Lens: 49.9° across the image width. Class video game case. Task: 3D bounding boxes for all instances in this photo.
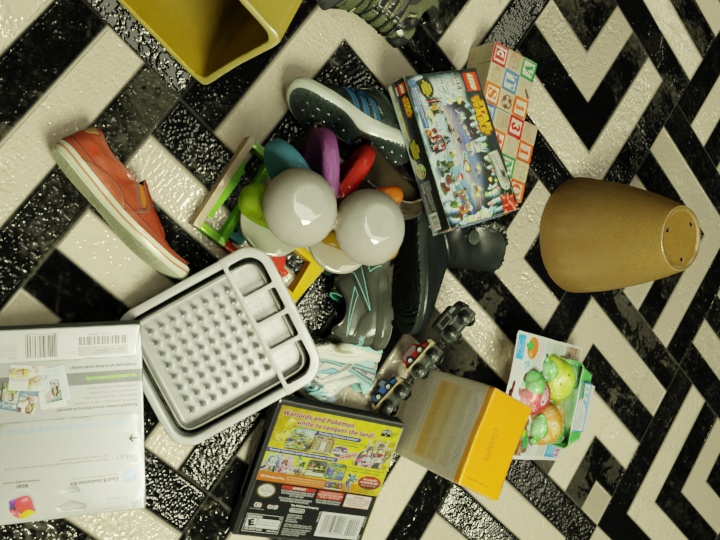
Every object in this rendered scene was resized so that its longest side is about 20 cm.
[{"bbox_3d":[-0.054,0.264,1.008,0.197,0.025,0.184,17,97,-31],"label":"video game case"}]

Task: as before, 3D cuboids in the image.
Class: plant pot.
[{"bbox_3d":[-0.147,-0.362,0.836,0.194,0.194,0.202,43,65,-26],"label":"plant pot"},{"bbox_3d":[0.411,-0.054,1.195,0.183,0.199,0.191,-2,93,-31],"label":"plant pot"}]

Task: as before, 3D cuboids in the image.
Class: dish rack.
[{"bbox_3d":[-0.162,0.086,0.895,0.197,0.044,0.174,-28,97,-3],"label":"dish rack"}]

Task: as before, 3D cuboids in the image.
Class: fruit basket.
[{"bbox_3d":[0.279,0.197,1.176,0.198,0.092,0.190,18,84,-51],"label":"fruit basket"}]

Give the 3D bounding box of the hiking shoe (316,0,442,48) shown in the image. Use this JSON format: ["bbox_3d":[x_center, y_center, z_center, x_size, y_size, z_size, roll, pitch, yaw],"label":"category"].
[{"bbox_3d":[0.034,-0.344,1.010,0.197,0.075,0.103,-18,99,-30],"label":"hiking shoe"}]

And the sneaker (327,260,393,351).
[{"bbox_3d":[0.000,0.000,0.997,0.077,0.076,0.205,5,66,-12],"label":"sneaker"}]

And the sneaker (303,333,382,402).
[{"bbox_3d":[-0.056,0.128,0.988,0.196,0.077,0.089,4,95,-32],"label":"sneaker"}]

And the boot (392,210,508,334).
[{"bbox_3d":[0.133,-0.009,1.094,0.165,0.076,0.206,5,85,-28],"label":"boot"}]

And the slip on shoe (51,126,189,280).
[{"bbox_3d":[-0.253,-0.072,0.857,0.061,0.074,0.201,-45,110,-24],"label":"slip on shoe"}]

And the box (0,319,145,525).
[{"bbox_3d":[-0.311,0.159,0.832,0.152,0.041,0.205,-2,93,-17],"label":"box"}]

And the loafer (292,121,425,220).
[{"bbox_3d":[0.005,-0.126,0.982,0.196,0.074,0.072,19,125,-21],"label":"loafer"}]

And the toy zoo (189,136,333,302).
[{"bbox_3d":[-0.103,-0.053,0.978,0.199,0.020,0.133,40,73,-27],"label":"toy zoo"}]

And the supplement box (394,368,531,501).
[{"bbox_3d":[0.122,0.210,1.032,0.073,0.199,0.128,28,80,-26],"label":"supplement box"}]

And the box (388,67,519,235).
[{"bbox_3d":[0.125,-0.160,1.021,0.135,0.040,0.204,-17,88,-36],"label":"box"}]

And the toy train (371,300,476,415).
[{"bbox_3d":[0.081,0.122,1.058,0.201,0.046,0.034,-50,153,7],"label":"toy train"}]

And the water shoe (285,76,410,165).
[{"bbox_3d":[-0.011,-0.206,1.010,0.197,0.071,0.080,25,53,-29],"label":"water shoe"}]

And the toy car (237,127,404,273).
[{"bbox_3d":[-0.040,-0.086,0.891,0.196,0.174,0.154,14,81,-19],"label":"toy car"}]

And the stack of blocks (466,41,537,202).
[{"bbox_3d":[0.198,-0.212,1.132,0.113,0.058,0.205,16,85,-32],"label":"stack of blocks"}]
